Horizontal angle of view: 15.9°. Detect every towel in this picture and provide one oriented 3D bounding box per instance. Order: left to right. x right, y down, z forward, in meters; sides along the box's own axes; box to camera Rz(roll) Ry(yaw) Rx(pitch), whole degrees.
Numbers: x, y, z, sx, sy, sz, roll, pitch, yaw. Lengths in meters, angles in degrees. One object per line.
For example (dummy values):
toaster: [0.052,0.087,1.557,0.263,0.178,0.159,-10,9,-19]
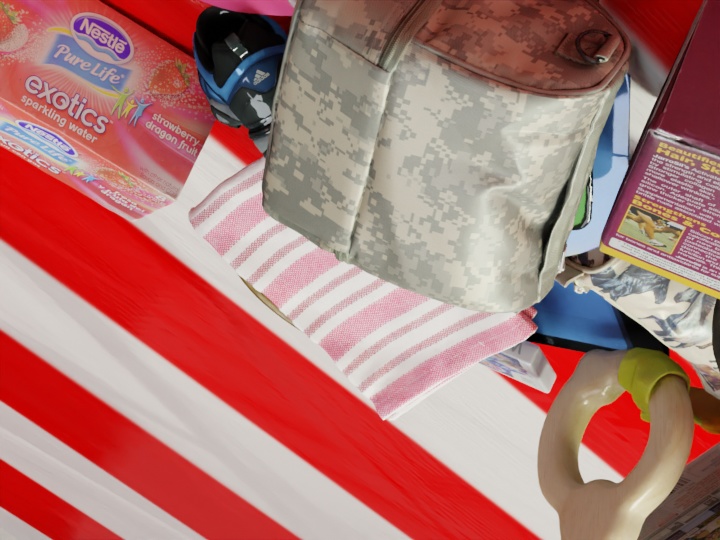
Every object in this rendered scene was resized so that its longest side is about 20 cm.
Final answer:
towel: [0.000,0.000,1.658,0.200,0.030,0.146,44,130,-15]

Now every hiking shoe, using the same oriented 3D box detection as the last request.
hiking shoe: [-0.068,-0.135,1.609,0.087,0.074,0.200,57,174,-20]

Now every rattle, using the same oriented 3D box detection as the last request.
rattle: [0.186,0.162,1.766,0.130,0.200,0.143,5,164,32]

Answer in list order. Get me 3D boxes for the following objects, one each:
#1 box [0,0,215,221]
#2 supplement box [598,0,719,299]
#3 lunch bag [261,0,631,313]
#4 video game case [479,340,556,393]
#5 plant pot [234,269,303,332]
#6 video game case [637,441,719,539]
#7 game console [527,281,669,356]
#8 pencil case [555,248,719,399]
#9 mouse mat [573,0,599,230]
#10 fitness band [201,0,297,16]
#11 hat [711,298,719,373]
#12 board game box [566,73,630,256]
box: [-0.203,-0.130,1.774,0.200,0.103,0.095,31,161,-17]
supplement box: [0.218,-0.061,1.420,0.131,0.103,0.200,23,163,3]
lunch bag: [0.051,-0.082,1.417,0.168,0.139,0.200,31,138,15]
video game case: [0.041,0.033,1.843,0.200,0.018,0.143,23,174,13]
plant pot: [-0.013,0.010,1.752,0.200,0.028,0.200,23,156,11]
video game case: [0.281,0.150,1.754,0.023,0.200,0.182,64,163,-17]
game console: [0.087,0.014,1.767,0.200,0.117,0.176,10,-163,36]
pencil case: [0.205,0.013,1.671,0.200,0.089,0.078,37,-169,-38]
mouse mat: [0.062,-0.116,1.492,0.161,0.008,0.200,17,137,20]
fitness band: [-0.095,-0.204,1.494,0.144,0.037,0.200,40,163,-33]
hat: [0.323,0.040,1.589,0.200,0.201,0.081,9,-157,23]
board game box: [0.089,-0.094,1.546,0.158,0.039,0.200,11,135,16]
